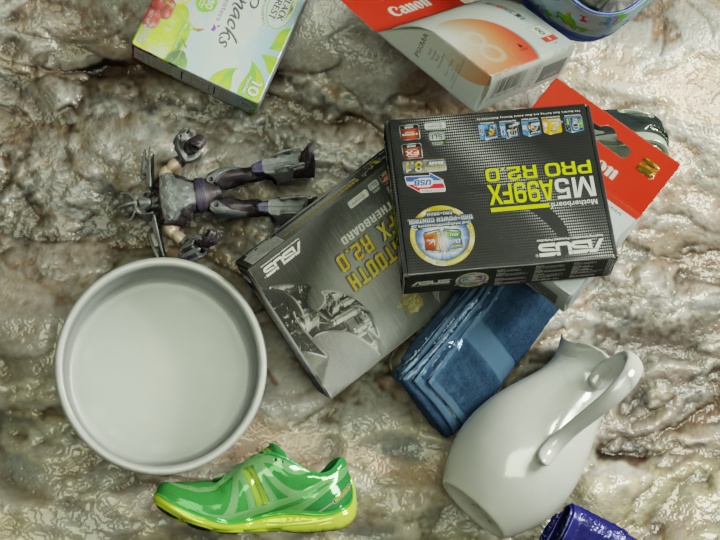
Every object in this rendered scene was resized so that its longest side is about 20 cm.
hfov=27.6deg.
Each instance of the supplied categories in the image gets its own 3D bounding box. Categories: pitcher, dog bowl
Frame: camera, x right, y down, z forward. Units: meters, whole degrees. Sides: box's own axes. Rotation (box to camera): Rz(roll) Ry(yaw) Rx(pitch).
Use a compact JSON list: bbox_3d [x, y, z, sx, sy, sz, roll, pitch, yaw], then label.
[{"bbox_3d":[0.178,0.154,1.391,0.121,0.172,0.200,44,76,-4],"label":"pitcher"},{"bbox_3d":[-0.190,0.093,1.393,0.197,0.079,0.203,1,81,-9],"label":"dog bowl"}]

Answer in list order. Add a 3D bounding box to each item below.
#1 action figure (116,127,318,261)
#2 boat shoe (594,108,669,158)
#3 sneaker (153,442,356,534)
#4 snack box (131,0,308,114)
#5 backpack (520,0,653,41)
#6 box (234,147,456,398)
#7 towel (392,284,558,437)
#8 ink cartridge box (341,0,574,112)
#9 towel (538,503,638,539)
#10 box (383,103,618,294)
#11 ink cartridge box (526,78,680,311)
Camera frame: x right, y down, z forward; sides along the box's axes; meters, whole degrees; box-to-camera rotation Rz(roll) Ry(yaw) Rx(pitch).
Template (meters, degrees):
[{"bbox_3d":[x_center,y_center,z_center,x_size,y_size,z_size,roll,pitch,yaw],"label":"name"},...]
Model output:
[{"bbox_3d":[-0.141,-0.077,1.435,0.197,0.069,0.132,-7,87,-7],"label":"action figure"},{"bbox_3d":[0.215,-0.129,1.502,0.197,0.076,0.061,4,42,1],"label":"boat shoe"},{"bbox_3d":[-0.101,0.207,1.393,0.197,0.074,0.085,2,83,-18],"label":"sneaker"},{"bbox_3d":[-0.127,-0.279,1.477,0.141,0.053,0.202,24,78,-5],"label":"snack box"},{"bbox_3d":[0.240,-0.339,1.495,0.183,0.147,0.200,42,74,-1],"label":"backpack"},{"bbox_3d":[0.000,0.000,1.425,0.199,0.048,0.159,-37,109,-13],"label":"box"},{"bbox_3d":[0.124,0.063,1.440,0.201,0.048,0.112,-50,128,-14],"label":"towel"},{"bbox_3d":[0.093,-0.248,1.439,0.200,0.050,0.161,44,39,17],"label":"ink cartridge box"},{"bbox_3d":[0.244,0.328,1.418,0.198,0.049,0.149,28,86,-18],"label":"towel"},{"bbox_3d":[0.126,-0.067,1.354,0.197,0.044,0.162,-5,65,-3],"label":"box"},{"bbox_3d":[0.194,-0.085,1.410,0.159,0.047,0.200,37,73,15],"label":"ink cartridge box"}]
